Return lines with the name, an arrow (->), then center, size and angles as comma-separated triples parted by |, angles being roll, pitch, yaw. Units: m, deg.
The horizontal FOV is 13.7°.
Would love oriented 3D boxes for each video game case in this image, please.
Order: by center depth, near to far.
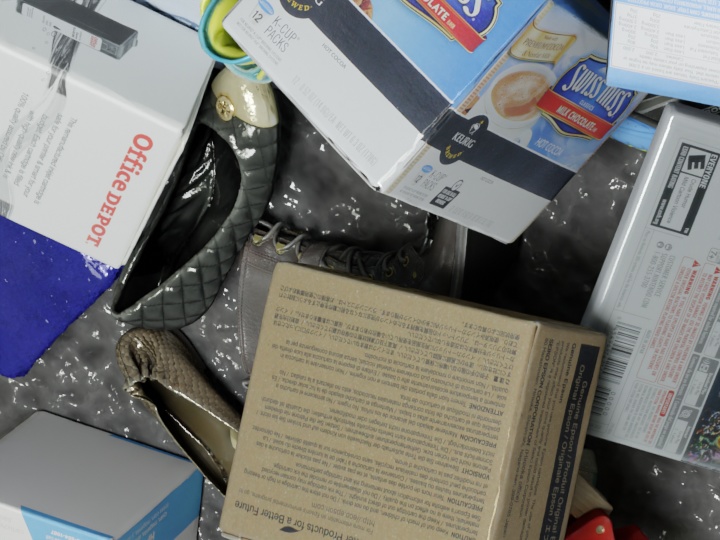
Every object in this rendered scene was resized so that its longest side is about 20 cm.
video game case -> 0.222, 0.021, 1.677 | 0.181, 0.023, 0.201 | 16, 113, -8

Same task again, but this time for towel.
towel -> -0.243, -0.043, 1.921 | 0.200, 0.050, 0.148 | 50, 126, 2

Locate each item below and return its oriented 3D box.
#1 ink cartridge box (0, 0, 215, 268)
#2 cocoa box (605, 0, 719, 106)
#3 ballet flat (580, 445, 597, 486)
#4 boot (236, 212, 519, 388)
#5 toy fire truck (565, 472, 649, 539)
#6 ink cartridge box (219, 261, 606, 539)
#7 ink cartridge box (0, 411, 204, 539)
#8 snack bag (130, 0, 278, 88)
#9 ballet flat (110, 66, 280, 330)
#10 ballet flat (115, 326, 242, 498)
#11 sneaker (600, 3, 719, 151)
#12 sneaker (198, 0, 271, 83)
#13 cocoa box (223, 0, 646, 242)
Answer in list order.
ink cartridge box -> -0.200, -0.107, 1.790 | 0.199, 0.084, 0.145 | 26, 139, -5
cocoa box -> 0.220, -0.172, 1.545 | 0.133, 0.200, 0.132 | 12, 116, 20
ballet flat -> 0.047, 0.130, 1.828 | 0.199, 0.067, 0.063 | 0, 86, 27
boot -> 0.000, 0.000, 1.808 | 0.173, 0.069, 0.201 | 19, 111, 27
toy fire truck -> 0.117, 0.133, 1.747 | 0.199, 0.049, 0.142 | -14, 106, -8
ink cartridge box -> 0.028, 0.093, 1.694 | 0.199, 0.075, 0.166 | 14, 93, 40
ink cartridge box -> -0.192, 0.219, 1.954 | 0.128, 0.125, 0.201 | 16, 116, 20
snack bag -> -0.141, -0.184, 1.754 | 0.188, 0.021, 0.200 | 21, 161, 19
ballet flat -> -0.097, -0.040, 1.815 | 0.066, 0.057, 0.201 | 47, 130, 33
ballet flat -> -0.085, 0.115, 1.905 | 0.200, 0.046, 0.067 | 49, 123, 1
sneaker -> 0.132, -0.121, 1.698 | 0.199, 0.071, 0.083 | 18, 97, 21
sneaker -> -0.037, -0.134, 1.695 | 0.079, 0.130, 0.200 | 38, 155, 26
cocoa box -> 0.048, -0.117, 1.576 | 0.131, 0.200, 0.133 | -47, 68, 10
